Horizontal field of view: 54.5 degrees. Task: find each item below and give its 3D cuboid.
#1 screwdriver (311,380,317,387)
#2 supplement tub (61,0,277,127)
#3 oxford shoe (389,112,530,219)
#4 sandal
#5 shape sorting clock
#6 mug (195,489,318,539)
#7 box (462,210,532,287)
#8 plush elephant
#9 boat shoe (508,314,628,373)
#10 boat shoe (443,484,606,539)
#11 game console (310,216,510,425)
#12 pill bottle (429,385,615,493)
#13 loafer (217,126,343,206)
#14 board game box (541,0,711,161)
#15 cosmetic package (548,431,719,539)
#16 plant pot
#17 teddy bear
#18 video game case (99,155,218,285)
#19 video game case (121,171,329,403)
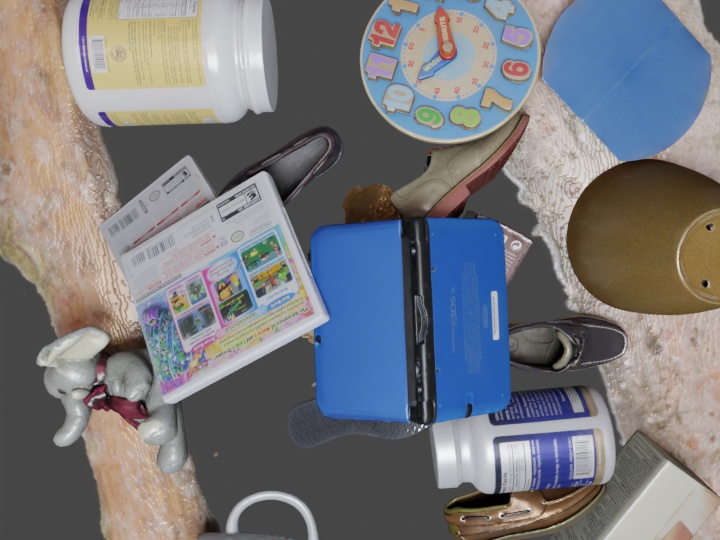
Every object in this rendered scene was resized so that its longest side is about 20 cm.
[{"bbox_3d":[0.031,0.076,0.761,0.200,0.028,0.029,-38,118,11],"label":"screwdriver"},{"bbox_3d":[-0.196,-0.230,0.754,0.200,0.145,0.146,-2,98,0],"label":"supplement tub"},{"bbox_3d":[0.115,-0.124,0.783,0.075,0.070,0.200,40,66,12],"label":"oxford shoe"},{"bbox_3d":[0.003,0.166,0.840,0.200,0.043,0.076,-13,82,27],"label":"sandal"},{"bbox_3d":[0.098,-0.239,0.776,0.200,0.039,0.200,-2,82,11],"label":"shape sorting clock"},{"bbox_3d":[-0.113,0.371,0.851,0.175,0.148,0.200,4,68,-8],"label":"mug"},{"bbox_3d":[0.111,0.033,0.812,0.075,0.100,0.200,27,97,-2],"label":"box"},{"bbox_3d":[-0.291,0.135,0.803,0.155,0.165,0.200,-7,69,-12],"label":"plush elephant"},{"bbox_3d":[0.230,0.091,0.824,0.200,0.065,0.072,4,98,-12],"label":"boat shoe"},{"bbox_3d":[0.200,0.284,0.860,0.200,0.072,0.068,-26,98,4],"label":"boat shoe"},{"bbox_3d":[0.053,0.049,0.723,0.171,0.118,0.200,-2,89,-33],"label":"game console"},{"bbox_3d":[0.184,0.201,0.827,0.200,0.116,0.116,-5,98,1],"label":"pill bottle"},{"bbox_3d":[-0.107,-0.099,0.812,0.200,0.063,0.072,-38,95,5],"label":"loafer"},{"bbox_3d":[0.301,-0.229,0.806,0.200,0.039,0.158,43,91,-10],"label":"board game box"},{"bbox_3d":[0.323,0.310,0.848,0.087,0.103,0.200,36,98,-3],"label":"cosmetic package"},{"bbox_3d":[0.340,-0.027,0.752,0.186,0.200,0.187,0,98,2],"label":"plant pot"},{"bbox_3d":[0.000,0.000,0.799,0.145,0.200,0.067,-17,142,33],"label":"teddy bear"},{"bbox_3d":[-0.204,-0.017,0.801,0.143,0.018,0.200,-37,67,6],"label":"video game case"},{"bbox_3d":[-0.151,0.017,0.747,0.200,0.024,0.182,-29,69,12],"label":"video game case"}]
